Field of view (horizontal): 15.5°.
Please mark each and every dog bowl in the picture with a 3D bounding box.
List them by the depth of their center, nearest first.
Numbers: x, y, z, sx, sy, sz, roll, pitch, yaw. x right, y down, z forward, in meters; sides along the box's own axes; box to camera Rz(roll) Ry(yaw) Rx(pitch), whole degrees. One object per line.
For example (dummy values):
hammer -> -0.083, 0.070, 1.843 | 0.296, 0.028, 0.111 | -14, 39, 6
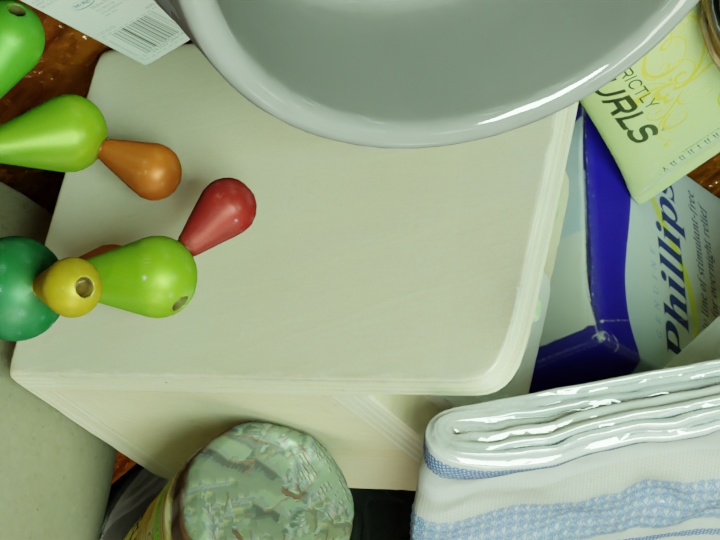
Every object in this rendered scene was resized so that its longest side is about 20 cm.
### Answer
dog bowl -> 0.025, -0.119, 0.742 | 0.198, 0.059, 0.201 | -11, 134, -12

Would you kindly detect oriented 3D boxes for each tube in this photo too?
tube -> 0.092, -0.086, 0.898 | 0.058, 0.052, 0.200 | 6, 159, 31

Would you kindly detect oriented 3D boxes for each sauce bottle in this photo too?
sauce bottle -> -0.060, 0.115, 0.956 | 0.064, 0.065, 0.200 | 9, 154, -15

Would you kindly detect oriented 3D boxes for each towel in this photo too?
towel -> 0.088, 0.091, 0.897 | 0.146, 0.024, 0.201 | -9, 149, -7

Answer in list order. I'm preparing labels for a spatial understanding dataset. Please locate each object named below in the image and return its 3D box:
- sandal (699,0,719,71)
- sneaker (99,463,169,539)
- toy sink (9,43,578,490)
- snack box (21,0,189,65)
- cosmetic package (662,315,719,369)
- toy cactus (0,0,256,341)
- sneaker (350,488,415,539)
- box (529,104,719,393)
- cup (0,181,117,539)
sandal -> 0.146, -0.089, 0.887 | 0.054, 0.082, 0.200 | 10, 165, 28
sneaker -> -0.042, 0.106, 1.104 | 0.076, 0.092, 0.200 | -40, 170, 37
toy sink -> 0.000, 0.000, 0.920 | 0.199, 0.131, 0.112 | -2, 154, 33
snack box -> -0.044, -0.138, 0.814 | 0.199, 0.037, 0.116 | -26, 142, 37
cosmetic package -> 0.195, 0.005, 0.926 | 0.200, 0.051, 0.082 | -45, 144, 15
toy cactus -> -0.149, -0.017, 0.867 | 0.199, 0.166, 0.102 | 31, 174, 5
sneaker -> 0.043, 0.124, 1.026 | 0.198, 0.077, 0.114 | -19, 139, 18
box -> 0.080, 0.046, 1.074 | 0.183, 0.106, 0.199 | -24, 142, 35
cup -> -0.167, 0.046, 1.001 | 0.199, 0.144, 0.201 | 27, 154, 14
